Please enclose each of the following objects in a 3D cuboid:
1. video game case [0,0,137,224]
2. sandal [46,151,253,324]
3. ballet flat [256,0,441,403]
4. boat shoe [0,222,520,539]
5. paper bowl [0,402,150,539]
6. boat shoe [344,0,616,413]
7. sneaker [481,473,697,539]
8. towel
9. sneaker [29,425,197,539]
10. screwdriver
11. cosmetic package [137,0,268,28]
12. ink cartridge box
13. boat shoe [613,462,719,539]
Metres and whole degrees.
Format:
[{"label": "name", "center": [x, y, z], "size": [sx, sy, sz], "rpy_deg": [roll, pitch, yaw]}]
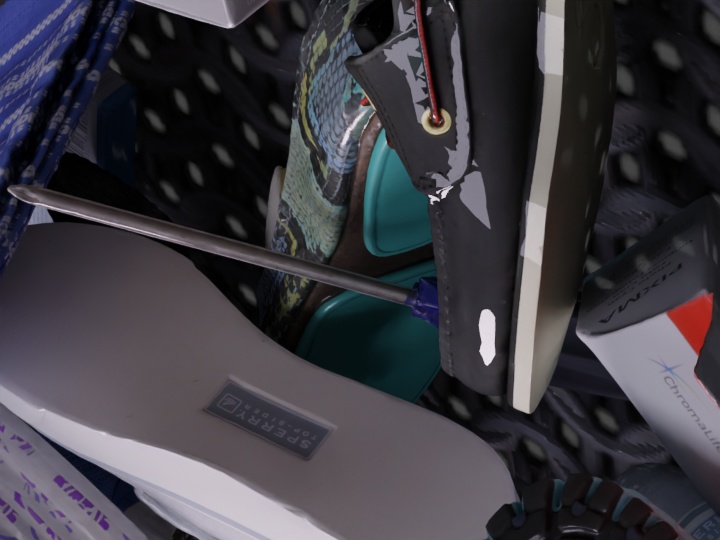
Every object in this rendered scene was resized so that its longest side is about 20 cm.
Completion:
[{"label": "video game case", "center": [-0.158, -0.069, 1.060], "size": [0.200, 0.018, 0.143], "rpy_deg": [37, 148, 21]}, {"label": "sandal", "center": [-0.049, 0.047, 0.949], "size": [0.045, 0.075, 0.200], "rpy_deg": [-40, 79, 18]}, {"label": "ballet flat", "center": [0.003, -0.023, 0.870], "size": [0.074, 0.074, 0.200], "rpy_deg": [41, 147, 15]}, {"label": "boat shoe", "center": [-0.037, 0.051, 0.870], "size": [0.200, 0.072, 0.069], "rpy_deg": [22, 143, 23]}, {"label": "paper bowl", "center": [-0.110, 0.127, 0.940], "size": [0.201, 0.104, 0.201], "rpy_deg": [44, 167, 12]}, {"label": "boat shoe", "center": [0.031, -0.057, 0.741], "size": [0.063, 0.074, 0.201], "rpy_deg": [7, 122, 13]}, {"label": "sneaker", "center": [0.109, 0.127, 0.697], "size": [0.086, 0.078, 0.200], "rpy_deg": [27, -158, -52]}, {"label": "towel", "center": [-0.133, -0.015, 0.901], "size": [0.024, 0.200, 0.145], "rpy_deg": [37, 142, -19]}, {"label": "sneaker", "center": [-0.095, 0.070, 1.074], "size": [0.089, 0.079, 0.200], "rpy_deg": [39, 141, 6]}, {"label": "screwdriver", "center": [0.000, 0.000, 0.823], "size": [0.200, 0.029, 0.028], "rpy_deg": [19, 144, -12]}, {"label": "cosmetic package", "center": [-0.047, -0.172, 0.714], "size": [0.090, 0.107, 0.200], "rpy_deg": [19, 137, 40]}, {"label": "ink cartridge box", "center": [0.113, 0.073, 0.720], "size": [0.160, 0.047, 0.200], "rpy_deg": [53, -166, -5]}, {"label": "boat shoe", "center": [0.118, 0.138, 0.895], "size": [0.072, 0.070, 0.201], "rpy_deg": [40, 155, 53]}]
